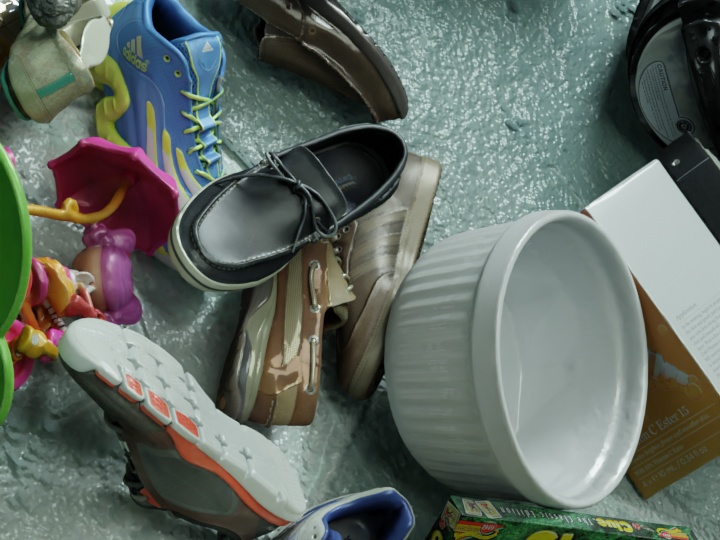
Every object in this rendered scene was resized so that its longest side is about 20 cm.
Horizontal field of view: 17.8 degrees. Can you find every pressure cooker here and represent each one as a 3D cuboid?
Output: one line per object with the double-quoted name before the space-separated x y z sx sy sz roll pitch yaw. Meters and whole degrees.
"pressure cooker" 0.303 -0.175 1.817 0.175 0.179 0.200 31 42 -4

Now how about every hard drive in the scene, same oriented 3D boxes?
"hard drive" 0.305 -0.003 1.728 0.140 0.038 0.200 47 11 -41

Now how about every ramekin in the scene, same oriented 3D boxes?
"ramekin" 0.102 0.061 1.556 0.200 0.105 0.201 8 80 -54

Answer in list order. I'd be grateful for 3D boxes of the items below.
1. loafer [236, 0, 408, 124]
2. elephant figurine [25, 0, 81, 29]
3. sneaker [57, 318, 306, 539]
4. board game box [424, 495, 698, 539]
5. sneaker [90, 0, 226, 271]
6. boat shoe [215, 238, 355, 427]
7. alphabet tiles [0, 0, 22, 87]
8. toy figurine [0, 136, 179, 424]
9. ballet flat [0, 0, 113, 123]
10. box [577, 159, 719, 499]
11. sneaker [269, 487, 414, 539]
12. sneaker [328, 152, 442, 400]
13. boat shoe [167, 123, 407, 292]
"loafer" -0.045 -0.174 1.665 0.200 0.071 0.073 46 4 -13
"elephant figurine" -0.257 -0.228 1.473 0.141 0.155 0.201 41 38 -27
"sneaker" -0.123 0.112 1.409 0.200 0.082 0.077 43 18 -26
"board game box" 0.123 0.205 1.532 0.199 0.105 0.023 10 29 -30
"sneaker" -0.125 -0.099 1.528 0.076 0.105 0.201 -15 74 -39
"boat shoe" -0.042 0.018 1.536 0.071 0.076 0.201 16 65 -7
"alphabet tiles" -0.292 -0.208 1.540 0.200 0.006 0.166 51 47 0
"toy figurine" -0.186 -0.008 1.435 0.184 0.150 0.201 -10 92 -48
"ballet flat" -0.187 -0.151 1.485 0.068 0.062 0.200 60 12 -27
"box" 0.212 0.044 1.671 0.097 0.124 0.200 -32 84 -42
"sneaker" -0.046 0.194 1.428 0.075 0.088 0.200 51 49 -2
"sneaker" 0.000 0.000 1.600 0.075 0.071 0.201 15 55 3
"boat shoe" -0.044 -0.046 1.484 0.200 0.062 0.075 -27 80 -40
